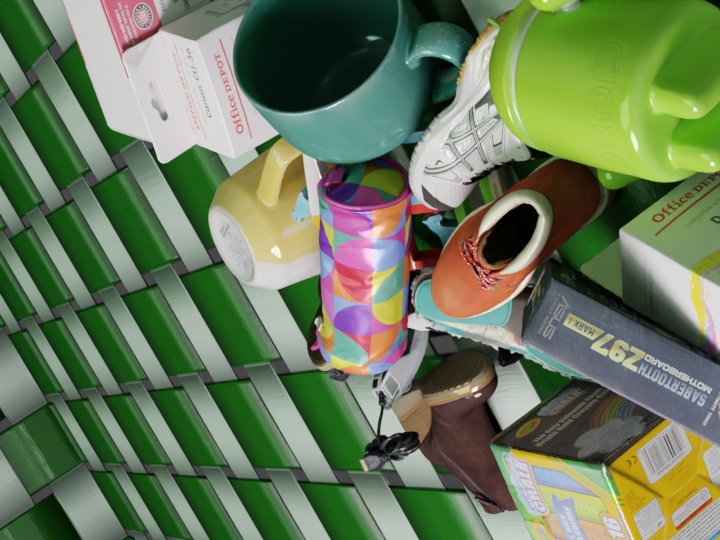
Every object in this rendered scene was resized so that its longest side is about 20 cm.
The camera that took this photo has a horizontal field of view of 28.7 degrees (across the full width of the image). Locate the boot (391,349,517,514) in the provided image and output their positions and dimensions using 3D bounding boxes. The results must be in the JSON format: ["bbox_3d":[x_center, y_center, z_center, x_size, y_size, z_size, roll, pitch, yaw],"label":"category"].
[{"bbox_3d":[0.125,0.166,1.406,0.166,0.072,0.200,47,154,-6],"label":"boot"}]

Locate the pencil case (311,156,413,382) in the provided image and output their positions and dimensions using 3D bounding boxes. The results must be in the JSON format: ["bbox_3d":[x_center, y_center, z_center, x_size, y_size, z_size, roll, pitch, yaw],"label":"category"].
[{"bbox_3d":[0.000,0.000,1.202,0.088,0.088,0.201,37,139,35],"label":"pencil case"}]

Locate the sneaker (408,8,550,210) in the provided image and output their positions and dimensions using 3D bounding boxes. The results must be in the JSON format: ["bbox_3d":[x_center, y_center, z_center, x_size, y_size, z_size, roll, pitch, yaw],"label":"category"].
[{"bbox_3d":[0.103,-0.102,1.080,0.088,0.076,0.200,43,140,15],"label":"sneaker"}]

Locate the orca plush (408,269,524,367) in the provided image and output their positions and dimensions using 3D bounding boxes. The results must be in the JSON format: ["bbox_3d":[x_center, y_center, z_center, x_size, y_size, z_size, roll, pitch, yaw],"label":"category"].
[{"bbox_3d":[0.060,0.023,1.274,0.200,0.105,0.071,38,164,32],"label":"orca plush"}]

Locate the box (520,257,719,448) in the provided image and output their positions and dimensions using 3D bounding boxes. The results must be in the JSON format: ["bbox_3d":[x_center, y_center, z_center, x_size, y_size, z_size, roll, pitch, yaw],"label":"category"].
[{"bbox_3d":[0.191,0.053,0.976,0.157,0.051,0.200,27,-172,4],"label":"box"}]

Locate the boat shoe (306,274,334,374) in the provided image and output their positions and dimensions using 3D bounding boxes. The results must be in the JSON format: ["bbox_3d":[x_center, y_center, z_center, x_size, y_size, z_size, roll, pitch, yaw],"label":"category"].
[{"bbox_3d":[-0.006,0.046,1.395,0.066,0.072,0.201,44,-159,-20],"label":"boat shoe"}]

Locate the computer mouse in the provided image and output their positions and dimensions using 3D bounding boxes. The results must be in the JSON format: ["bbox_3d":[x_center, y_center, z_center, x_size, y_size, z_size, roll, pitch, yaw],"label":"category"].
[{"bbox_3d":[0.041,0.099,1.381,0.044,0.201,0.110,13,156,-11],"label":"computer mouse"}]

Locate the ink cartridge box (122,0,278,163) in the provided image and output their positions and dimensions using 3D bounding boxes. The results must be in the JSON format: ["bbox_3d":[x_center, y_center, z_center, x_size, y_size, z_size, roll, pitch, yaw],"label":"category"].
[{"bbox_3d":[-0.097,-0.178,1.228,0.067,0.200,0.117,24,139,49],"label":"ink cartridge box"}]

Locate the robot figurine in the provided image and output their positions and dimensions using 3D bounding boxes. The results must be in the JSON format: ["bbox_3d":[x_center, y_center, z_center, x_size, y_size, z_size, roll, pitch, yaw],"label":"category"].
[{"bbox_3d":[0.166,-0.125,0.916,0.200,0.116,0.176,21,150,48],"label":"robot figurine"}]

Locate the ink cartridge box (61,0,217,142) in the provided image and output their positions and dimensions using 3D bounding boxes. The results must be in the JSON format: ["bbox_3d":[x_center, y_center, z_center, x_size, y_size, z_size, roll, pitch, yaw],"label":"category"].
[{"bbox_3d":[-0.153,-0.229,1.271,0.083,0.200,0.147,20,137,46],"label":"ink cartridge box"}]

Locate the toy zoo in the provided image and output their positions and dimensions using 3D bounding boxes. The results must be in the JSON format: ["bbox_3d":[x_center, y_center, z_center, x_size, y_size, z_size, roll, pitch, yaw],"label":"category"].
[{"bbox_3d":[0.032,-0.060,1.218,0.199,0.020,0.132,-6,119,25],"label":"toy zoo"}]

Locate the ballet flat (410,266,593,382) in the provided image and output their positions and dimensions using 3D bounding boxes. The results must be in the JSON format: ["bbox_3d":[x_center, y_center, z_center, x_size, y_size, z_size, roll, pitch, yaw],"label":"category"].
[{"bbox_3d":[0.140,0.037,1.193,0.199,0.064,0.076,21,107,15],"label":"ballet flat"}]

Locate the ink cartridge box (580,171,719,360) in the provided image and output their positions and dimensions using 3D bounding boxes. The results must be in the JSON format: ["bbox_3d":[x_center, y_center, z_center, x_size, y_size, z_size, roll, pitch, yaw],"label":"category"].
[{"bbox_3d":[0.248,-0.007,0.906,0.200,0.117,0.068,34,148,39],"label":"ink cartridge box"}]

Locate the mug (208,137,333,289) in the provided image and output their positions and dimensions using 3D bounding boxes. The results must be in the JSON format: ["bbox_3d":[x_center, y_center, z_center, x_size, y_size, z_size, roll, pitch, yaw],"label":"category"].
[{"bbox_3d":[-0.064,-0.072,1.337,0.149,0.153,0.187,31,143,48],"label":"mug"}]

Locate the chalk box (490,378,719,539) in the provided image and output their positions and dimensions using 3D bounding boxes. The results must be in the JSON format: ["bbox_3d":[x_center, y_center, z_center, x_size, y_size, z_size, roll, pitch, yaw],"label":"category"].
[{"bbox_3d":[0.203,0.170,1.180,0.200,0.124,0.124,0,120,61],"label":"chalk box"}]

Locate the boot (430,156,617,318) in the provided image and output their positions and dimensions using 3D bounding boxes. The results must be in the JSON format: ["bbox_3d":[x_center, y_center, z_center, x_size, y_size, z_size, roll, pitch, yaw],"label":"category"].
[{"bbox_3d":[0.102,-0.016,1.092,0.075,0.107,0.200,49,132,6],"label":"boot"}]

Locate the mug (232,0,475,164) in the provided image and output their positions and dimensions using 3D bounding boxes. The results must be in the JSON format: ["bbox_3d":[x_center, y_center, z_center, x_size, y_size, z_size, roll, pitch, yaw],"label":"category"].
[{"bbox_3d":[-0.003,-0.156,1.137,0.185,0.152,0.114,42,179,35],"label":"mug"}]
